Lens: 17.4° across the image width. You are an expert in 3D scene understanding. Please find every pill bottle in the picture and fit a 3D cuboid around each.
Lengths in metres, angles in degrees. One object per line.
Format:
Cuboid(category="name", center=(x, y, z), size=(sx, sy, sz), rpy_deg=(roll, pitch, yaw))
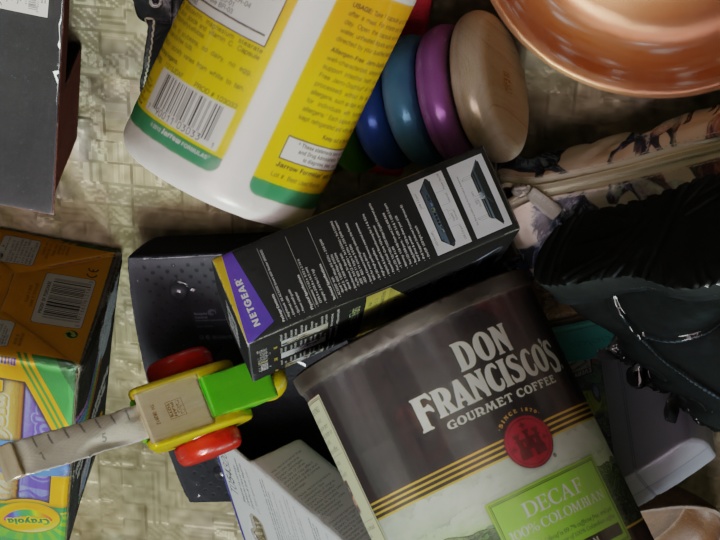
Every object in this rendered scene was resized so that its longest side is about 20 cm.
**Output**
Cuboid(category="pill bottle", center=(-0.037, -0.133, 1.246), size=(0.113, 0.113, 0.200), rpy_deg=(24, 101, -9))

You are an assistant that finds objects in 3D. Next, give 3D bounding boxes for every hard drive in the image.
Cuboid(category="hard drive", center=(-0.067, 0.060, 1.491), size=(0.134, 0.042, 0.200), rpy_deg=(-3, 126, 11))

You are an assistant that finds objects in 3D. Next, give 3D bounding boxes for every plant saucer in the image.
Cuboid(category="plant saucer", center=(0.135, 0.184, 1.505), size=(0.200, 0.035, 0.200), rpy_deg=(-17, 153, -9))
Cuboid(category="plant saucer", center=(0.162, -0.186, 1.272), size=(0.200, 0.038, 0.201), rpy_deg=(5, 127, 6))

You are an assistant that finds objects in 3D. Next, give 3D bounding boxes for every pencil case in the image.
Cuboid(category="pencil case", center=(0.172, -0.052, 1.334), size=(0.200, 0.089, 0.078), rpy_deg=(-15, 82, 24))

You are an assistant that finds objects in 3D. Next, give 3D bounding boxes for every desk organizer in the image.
Cuboid(category="desk organizer", center=(-0.197, -0.139, 1.339), size=(0.072, 0.077, 0.200), rpy_deg=(10, 128, 1))

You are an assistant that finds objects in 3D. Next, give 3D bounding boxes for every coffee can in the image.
Cuboid(category="coffee can", center=(0.070, 0.119, 1.314), size=(0.146, 0.146, 0.200), rpy_deg=(-29, 83, 27))

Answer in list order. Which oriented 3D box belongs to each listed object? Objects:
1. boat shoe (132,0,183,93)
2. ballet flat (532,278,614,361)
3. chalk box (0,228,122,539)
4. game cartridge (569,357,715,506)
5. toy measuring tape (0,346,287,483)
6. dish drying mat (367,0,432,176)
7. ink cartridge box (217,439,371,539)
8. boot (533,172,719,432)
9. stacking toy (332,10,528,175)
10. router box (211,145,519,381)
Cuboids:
Cuboid(category="boat shoe", center=(-0.107, -0.179, 1.297), size=(0.066, 0.075, 0.200), rpy_deg=(16, 127, 0))
Cuboid(category="ballet flat", center=(0.084, 0.031, 1.432), size=(0.199, 0.065, 0.071), rpy_deg=(-11, 144, 17))
Cuboid(category="chalk box", center=(-0.229, 0.088, 1.487), size=(0.124, 0.125, 0.200), rpy_deg=(11, 127, 0))
Cuboid(category="game cartridge", center=(0.113, 0.099, 1.430), size=(0.200, 0.133, 0.041), rpy_deg=(-22, 142, 20))
Cuboid(category="toy measuring tape", center=(-0.134, 0.093, 1.415), size=(0.200, 0.074, 0.074), rpy_deg=(-18, 135, -30))
Cuboid(category="dish drying mat", center=(0.001, -0.143, 1.343), size=(0.077, 0.018, 0.200), rpy_deg=(9, 128, 1))
Cuboid(category="ink cartridge box", center=(-0.004, 0.201, 1.494), size=(0.043, 0.200, 0.197), rpy_deg=(-35, 139, -20))
Cuboid(category="boot", center=(0.205, 0.026, 1.276), size=(0.162, 0.073, 0.198), rpy_deg=(39, 152, -28))
Cuboid(category="stacking toy", center=(-0.010, -0.086, 1.329), size=(0.199, 0.085, 0.086), rpy_deg=(-10, 125, 21))
Cuboid(category="router box", center=(0.000, 0.000, 1.316), size=(0.157, 0.200, 0.052), rpy_deg=(-23, 83, -5))
